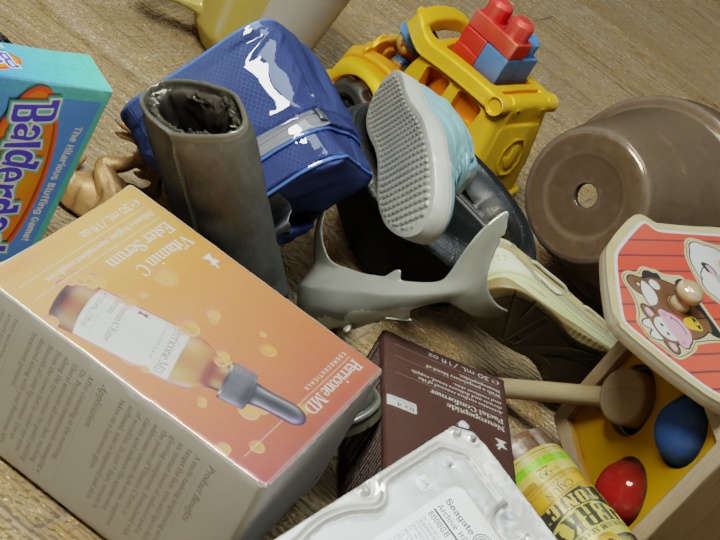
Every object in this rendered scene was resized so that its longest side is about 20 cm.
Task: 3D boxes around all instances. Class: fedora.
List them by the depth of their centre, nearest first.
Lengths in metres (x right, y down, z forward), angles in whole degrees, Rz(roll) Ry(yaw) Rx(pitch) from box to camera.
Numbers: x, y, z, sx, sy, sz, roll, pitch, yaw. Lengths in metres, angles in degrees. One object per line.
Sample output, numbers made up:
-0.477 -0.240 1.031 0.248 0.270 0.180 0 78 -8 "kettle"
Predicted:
0.044 -0.041 1.383 0.200 0.092 0.201 28 30 -18 "fedora"

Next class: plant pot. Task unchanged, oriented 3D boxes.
0.228 -0.057 1.457 0.200 0.201 0.174 44 19 24 "plant pot"

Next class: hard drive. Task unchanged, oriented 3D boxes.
0.029 0.184 0.954 0.199 0.038 0.140 -26 74 -39 "hard drive"

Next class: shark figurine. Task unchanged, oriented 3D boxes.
0.000 0.000 1.189 0.128 0.214 0.090 -8 89 -35 "shark figurine"

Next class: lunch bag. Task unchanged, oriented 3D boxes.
-0.073 -0.083 1.220 0.133 0.135 0.200 60 9 5 "lunch bag"

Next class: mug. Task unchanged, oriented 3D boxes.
-0.095 -0.271 1.569 0.186 0.154 0.150 31 27 1 "mug"

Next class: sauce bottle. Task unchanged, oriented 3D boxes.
0.157 0.192 1.136 0.064 0.065 0.200 0 39 -45 "sauce bottle"

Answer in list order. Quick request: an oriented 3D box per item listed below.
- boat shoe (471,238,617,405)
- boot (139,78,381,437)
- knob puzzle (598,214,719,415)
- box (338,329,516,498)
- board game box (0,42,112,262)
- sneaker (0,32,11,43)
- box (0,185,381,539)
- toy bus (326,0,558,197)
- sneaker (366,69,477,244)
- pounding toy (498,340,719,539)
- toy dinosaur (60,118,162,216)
0.156 0.048 1.319 0.200 0.073 0.063 36 38 -31 "boat shoe"
-0.063 -0.008 1.076 0.181 0.201 0.072 26 41 35 "boot"
0.242 0.030 1.160 0.219 0.031 0.220 23 36 -18 "knob puzzle"
0.042 0.133 1.113 0.100 0.075 0.200 23 29 -14 "box"
-0.271 -0.074 1.054 0.199 0.153 0.045 3 38 -42 "board game box"
-0.276 -0.145 1.244 0.077 0.084 0.199 45 30 26 "sneaker"
-0.116 0.068 1.004 0.199 0.107 0.152 35 34 9 "box"
0.077 -0.171 1.536 0.200 0.193 0.135 42 30 25 "toy bus"
0.059 -0.081 1.282 0.082 0.074 0.201 23 32 -21 "sneaker"
0.207 0.113 1.222 0.141 0.184 0.201 17 38 -26 "pounding toy"
-0.174 -0.050 1.240 0.199 0.061 0.106 28 52 3 "toy dinosaur"
